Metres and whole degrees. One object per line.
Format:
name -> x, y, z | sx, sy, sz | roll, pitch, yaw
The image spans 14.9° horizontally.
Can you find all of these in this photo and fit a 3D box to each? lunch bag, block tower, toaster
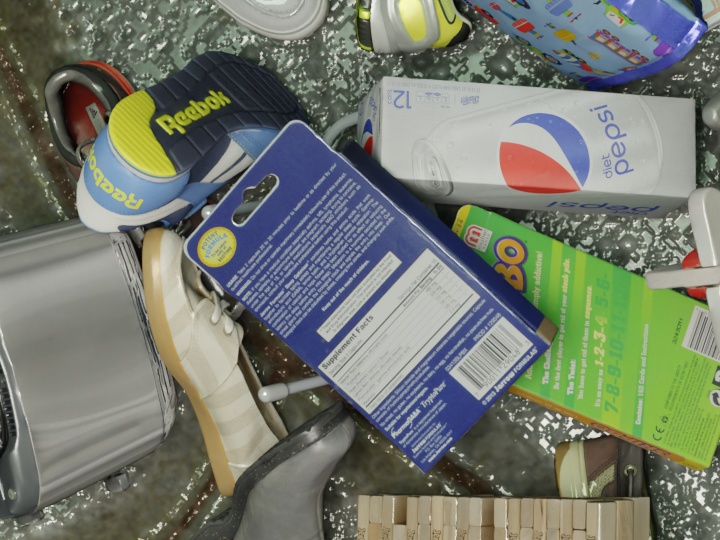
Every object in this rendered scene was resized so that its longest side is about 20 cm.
lunch bag -> 0.117, -0.174, 1.608 | 0.150, 0.200, 0.094 | 35, 95, -9
block tower -> 0.088, 0.162, 1.664 | 0.199, 0.054, 0.058 | -1, 87, 42
toaster -> -0.199, 0.048, 1.689 | 0.113, 0.129, 0.201 | -14, 94, 54

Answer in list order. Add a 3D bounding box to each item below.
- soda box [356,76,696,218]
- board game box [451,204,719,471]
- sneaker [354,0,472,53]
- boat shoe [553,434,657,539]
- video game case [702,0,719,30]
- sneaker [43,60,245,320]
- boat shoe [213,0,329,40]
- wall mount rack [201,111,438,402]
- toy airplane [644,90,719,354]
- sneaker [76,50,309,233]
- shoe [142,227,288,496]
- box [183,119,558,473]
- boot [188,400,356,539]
soda box -> 0.100, -0.074, 1.671 | 0.198, 0.068, 0.064 | 4, 79, -12
board game box -> 0.135, 0.040, 1.678 | 0.199, 0.030, 0.096 | 24, 75, -9
sneaker -> 0.042, -0.235, 1.735 | 0.076, 0.075, 0.202 | 6, 95, -3
boat shoe -> 0.169, 0.196, 1.681 | 0.064, 0.073, 0.201 | -16, 84, 15
video game case -> 0.205, -0.224, 1.722 | 0.199, 0.017, 0.144 | -28, 83, 8
sneaker -> -0.145, -0.046, 1.748 | 0.077, 0.082, 0.200 | -38, 81, 7
boat shoe -> -0.095, -0.231, 1.755 | 0.072, 0.068, 0.201 | -35, 81, 7
wall mount rack -> 0.000, 0.000, 1.709 | 0.173, 0.075, 0.201 | -17, 84, -7
toy airplane -> 0.252, -0.016, 1.642 | 0.199, 0.141, 0.201 | 33, 79, -21
sneaker -> -0.107, -0.077, 1.699 | 0.074, 0.200, 0.082 | 45, 123, 14
shoe -> -0.088, 0.053, 1.705 | 0.053, 0.070, 0.201 | -12, 126, 8
box -> 0.005, 0.011, 1.626 | 0.200, 0.032, 0.121 | 42, 117, -3
boot -> -0.025, 0.176, 1.691 | 0.132, 0.070, 0.200 | 49, 138, 10
